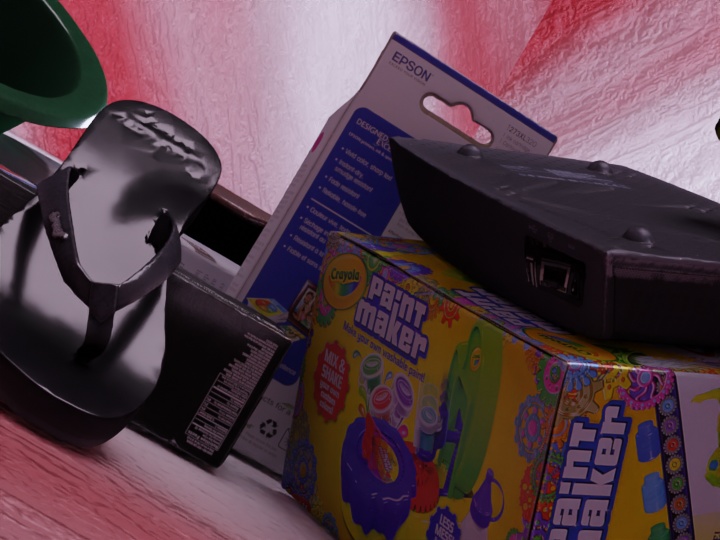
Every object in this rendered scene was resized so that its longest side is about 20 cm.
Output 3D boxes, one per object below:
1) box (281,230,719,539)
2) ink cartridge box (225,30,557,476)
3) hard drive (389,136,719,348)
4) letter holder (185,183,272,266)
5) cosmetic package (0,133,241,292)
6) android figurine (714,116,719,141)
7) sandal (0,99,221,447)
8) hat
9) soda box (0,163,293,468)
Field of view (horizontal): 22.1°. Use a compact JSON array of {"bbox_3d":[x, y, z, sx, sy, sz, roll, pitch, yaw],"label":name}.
[{"bbox_3d":[0.100,0.070,0.754,0.192,0.122,0.200,6,12,-26],"label":"box"},{"bbox_3d":[0.000,0.000,0.848,0.095,0.200,0.037,31,0,-14],"label":"ink cartridge box"},{"bbox_3d":[0.099,-0.012,0.738,0.135,0.042,0.200,5,13,-23],"label":"hard drive"},{"bbox_3d":[-0.145,-0.027,1.097,0.200,0.101,0.142,30,2,40],"label":"letter holder"},{"bbox_3d":[-0.104,0.013,0.929,0.200,0.074,0.102,29,1,-32],"label":"cosmetic package"},{"bbox_3d":[0.222,0.004,0.699,0.200,0.041,0.182,42,-3,32],"label":"android figurine"},{"bbox_3d":[-0.097,-0.014,0.691,0.076,0.043,0.200,27,34,-12],"label":"sandal"},{"bbox_3d":[-0.236,-0.072,0.895,0.166,0.176,0.200,46,18,3],"label":"hat"},{"bbox_3d":[-0.130,0.003,0.761,0.200,0.063,0.071,31,0,-8],"label":"soda box"}]
